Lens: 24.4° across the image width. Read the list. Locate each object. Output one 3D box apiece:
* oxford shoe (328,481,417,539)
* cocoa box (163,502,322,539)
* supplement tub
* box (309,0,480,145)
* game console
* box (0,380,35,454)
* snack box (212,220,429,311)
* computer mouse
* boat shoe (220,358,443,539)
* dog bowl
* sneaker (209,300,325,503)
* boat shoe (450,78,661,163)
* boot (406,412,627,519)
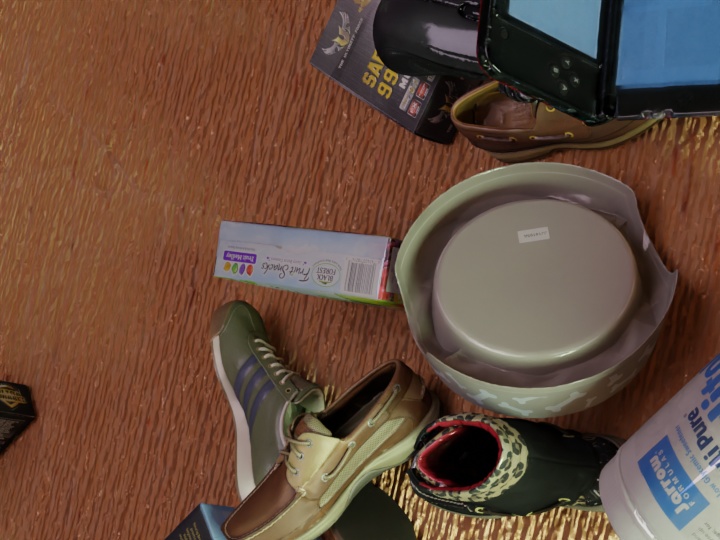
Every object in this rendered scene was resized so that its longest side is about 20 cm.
[{"bbox_3d":[0.013,0.242,1.304,0.200,0.071,0.072,59,139,43],"label":"oxford shoe"},{"bbox_3d":[-0.087,0.307,1.339,0.131,0.133,0.201,-46,51,27],"label":"cocoa box"},{"bbox_3d":[0.259,0.107,1.036,0.200,0.131,0.132,-48,50,25],"label":"supplement tub"},{"bbox_3d":[0.056,-0.228,1.392,0.158,0.048,0.201,39,107,43],"label":"box"},{"bbox_3d":[0.186,-0.214,1.163,0.118,0.172,0.202,-18,58,51],"label":"game console"},{"bbox_3d":[-0.471,0.178,1.723,0.198,0.199,0.050,-44,52,30],"label":"box"},{"bbox_3d":[0.000,0.000,1.323,0.199,0.142,0.053,8,87,46],"label":"snack box"},{"bbox_3d":[0.077,-0.199,1.278,0.199,0.053,0.139,7,70,46],"label":"computer mouse"},{"bbox_3d":[-0.030,0.142,1.304,0.200,0.074,0.076,-39,31,-10],"label":"boat shoe"},{"bbox_3d":[0.124,0.016,1.181,0.198,0.059,0.201,-5,51,6],"label":"dog bowl"},{"bbox_3d":[-0.067,0.108,1.428,0.090,0.067,0.202,-27,62,30],"label":"sneaker"},{"bbox_3d":[0.153,-0.129,1.253,0.199,0.067,0.073,-15,69,43],"label":"boat shoe"},{"bbox_3d":[0.079,0.137,1.197,0.203,0.153,0.074,-6,75,44],"label":"boot"}]
